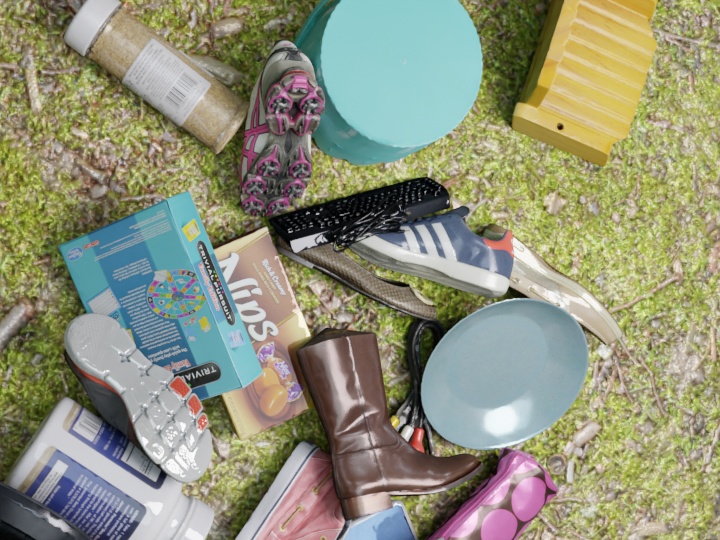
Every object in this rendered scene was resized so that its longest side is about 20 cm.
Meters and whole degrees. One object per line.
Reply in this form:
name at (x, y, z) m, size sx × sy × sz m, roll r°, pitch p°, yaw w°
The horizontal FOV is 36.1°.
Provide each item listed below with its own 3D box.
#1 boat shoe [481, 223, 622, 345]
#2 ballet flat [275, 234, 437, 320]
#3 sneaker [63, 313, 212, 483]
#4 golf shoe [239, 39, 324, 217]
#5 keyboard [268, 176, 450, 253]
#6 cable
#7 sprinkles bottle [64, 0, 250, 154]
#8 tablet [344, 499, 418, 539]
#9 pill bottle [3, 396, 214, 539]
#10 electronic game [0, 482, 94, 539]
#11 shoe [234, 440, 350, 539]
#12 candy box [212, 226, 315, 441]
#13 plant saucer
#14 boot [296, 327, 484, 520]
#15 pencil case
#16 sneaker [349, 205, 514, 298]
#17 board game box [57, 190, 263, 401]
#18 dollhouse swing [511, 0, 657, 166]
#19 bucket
boat shoe at (0.210, 0.029, 1.268) m, size 0.199 × 0.072 × 0.065 m, roll 37°, pitch 88°, yaw -5°
ballet flat at (0.000, 0.000, 1.220) m, size 0.198 × 0.067 × 0.047 m, roll 26°, pitch 88°, yaw -6°
sneaker at (-0.226, 0.132, 1.119) m, size 0.077 × 0.082 × 0.201 m, roll -36°, pitch 85°, yaw -35°
golf shoe at (-0.085, -0.145, 1.162) m, size 0.072 × 0.093 × 0.201 m, roll 2°, pitch 135°, yaw -21°
keyboard at (0.007, -0.070, 1.187) m, size 0.198 × 0.104 × 0.040 m, roll -18°, pitch 124°, yaw -21°
cable at (0.066, 0.156, 1.242) m, size 0.096 × 0.050 × 0.202 m, roll 27°, pitch 84°, yaw -18°
sprinkles bottle at (-0.211, -0.207, 1.162) m, size 0.199 × 0.068 × 0.069 m, roll 37°, pitch 82°, yaw -11°
tablet at (-0.018, 0.357, 1.242) m, size 0.198 × 0.014 × 0.131 m, roll -24°, pitch 96°, yaw -11°
pill bottle at (-0.253, 0.228, 1.134) m, size 0.199 × 0.111 × 0.112 m, roll 36°, pitch 83°, yaw -11°
electronic game at (-0.330, 0.248, 1.076) m, size 0.199 × 0.200 × 0.042 m, roll 34°, pitch 59°, yaw -11°
shoe at (-0.075, 0.290, 1.185) m, size 0.090 × 0.072 × 0.201 m, roll 30°, pitch 79°, yaw 14°
candy box at (-0.118, 0.066, 1.194) m, size 0.116 × 0.056 × 0.202 m, roll -22°, pitch 97°, yaw -12°
plant saucer at (0.158, 0.110, 1.245) m, size 0.199 × 0.039 × 0.203 m, roll -7°, pitch 119°, yaw -12°
boot at (0.033, 0.146, 1.187) m, size 0.185 × 0.064 × 0.202 m, roll -10°, pitch 79°, yaw -33°
pencil case at (0.129, 0.281, 1.229) m, size 0.200 × 0.090 × 0.094 m, roll -42°, pitch 125°, yaw -19°
sneaker at (0.076, -0.038, 1.222) m, size 0.198 × 0.075 × 0.085 m, roll 18°, pitch 79°, yaw 2°
board game box at (-0.205, 0.040, 1.136) m, size 0.150 × 0.047 × 0.202 m, roll -19°, pitch 97°, yaw 27°
dollhouse swing at (0.270, -0.245, 1.225) m, size 0.180 × 0.176 × 0.202 m, roll 20°, pitch 85°, yaw -13°
bucket at (0.027, -0.215, 1.186) m, size 0.205 × 0.135 × 0.210 m, roll 0°, pitch 91°, yaw -15°
